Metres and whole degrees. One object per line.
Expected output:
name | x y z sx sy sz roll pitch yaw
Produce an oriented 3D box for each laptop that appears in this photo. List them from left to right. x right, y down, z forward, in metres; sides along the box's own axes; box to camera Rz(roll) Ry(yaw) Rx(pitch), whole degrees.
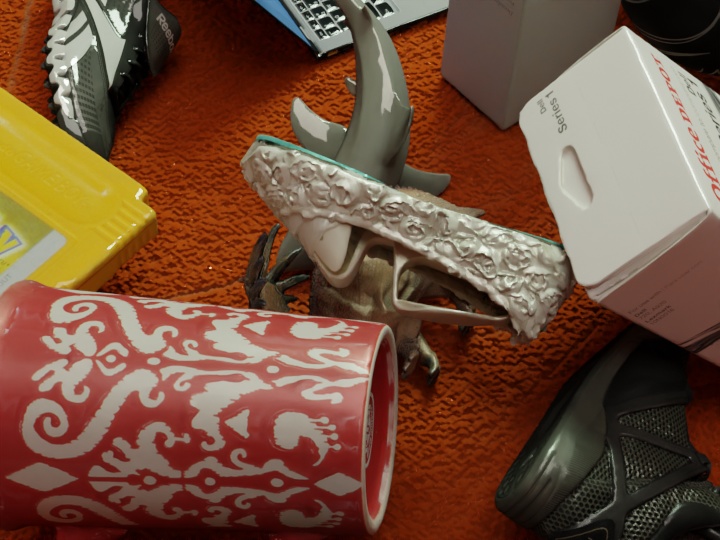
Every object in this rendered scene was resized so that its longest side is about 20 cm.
laptop | -0.049 -0.256 1.037 0.199 0.116 0.188 -23 58 -18

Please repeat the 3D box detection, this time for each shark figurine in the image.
shark figurine | 0.005 -0.112 0.908 0.128 0.089 0.215 -5 90 -18

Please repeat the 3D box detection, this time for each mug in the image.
mug | -0.085 0.095 0.772 0.199 0.178 0.134 2 24 10

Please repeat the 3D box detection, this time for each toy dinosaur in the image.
toy dinosaur | 0.000 0.000 0.867 0.135 0.086 0.200 29 60 15

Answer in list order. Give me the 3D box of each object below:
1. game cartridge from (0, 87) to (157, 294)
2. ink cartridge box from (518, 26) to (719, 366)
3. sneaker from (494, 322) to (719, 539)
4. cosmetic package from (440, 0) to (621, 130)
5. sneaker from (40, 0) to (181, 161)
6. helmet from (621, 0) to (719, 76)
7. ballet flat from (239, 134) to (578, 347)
game cartridge | -0.243 -0.018 0.859 0.176 0.032 0.200 33 61 20
ink cartridge box | 0.197 -0.028 0.830 0.200 0.084 0.146 25 37 -40
sneaker | 0.161 0.099 0.817 0.114 0.076 0.199 42 42 0
cosmetic package | 0.117 -0.198 0.949 0.101 0.200 0.071 -32 61 -23
sneaker | -0.165 -0.147 0.983 0.090 0.067 0.201 -6 52 -4
helmet | 0.258 -0.229 0.986 0.199 0.191 0.201 2 83 -17
ballet flat | 0.018 -0.013 0.792 0.199 0.072 0.072 20 55 9
